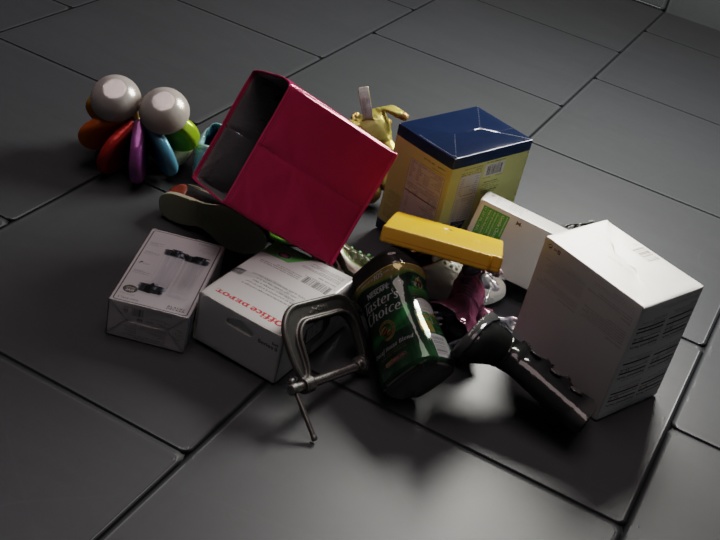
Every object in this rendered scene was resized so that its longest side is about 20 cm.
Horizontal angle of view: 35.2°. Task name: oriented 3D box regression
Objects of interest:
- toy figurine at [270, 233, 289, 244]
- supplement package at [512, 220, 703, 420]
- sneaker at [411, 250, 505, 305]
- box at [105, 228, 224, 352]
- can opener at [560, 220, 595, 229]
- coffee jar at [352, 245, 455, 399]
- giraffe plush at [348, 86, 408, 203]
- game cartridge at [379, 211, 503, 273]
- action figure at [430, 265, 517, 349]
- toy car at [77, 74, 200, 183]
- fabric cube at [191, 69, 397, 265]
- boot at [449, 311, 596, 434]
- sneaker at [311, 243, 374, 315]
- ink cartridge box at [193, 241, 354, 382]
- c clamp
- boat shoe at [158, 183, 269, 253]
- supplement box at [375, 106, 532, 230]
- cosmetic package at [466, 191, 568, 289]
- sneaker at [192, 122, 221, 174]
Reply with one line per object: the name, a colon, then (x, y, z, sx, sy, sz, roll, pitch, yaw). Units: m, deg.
toy figurine: (-0.142, -0.169, 1.848, 0.150, 0.185, 0.200, -17, 43, -40)
supplement package: (0.353, 0.068, 1.650, 0.147, 0.201, 0.191, -14, 41, -38)
sneaker: (0.143, 0.002, 1.785, 0.199, 0.085, 0.073, 7, 30, -14)
box: (-0.274, 0.024, 1.611, 0.116, 0.060, 0.200, 14, 32, 0)
can opener: (0.344, -0.049, 1.990, 0.199, 0.054, 0.067, -13, 8, -36)
coffee jar: (0.056, 0.069, 1.570, 0.085, 0.104, 0.201, 18, 44, -41)
giraffe plush: (0.001, -0.222, 2.037, 0.172, 0.201, 0.162, 7, 3, -4)
game cartridge: (0.123, -0.041, 1.669, 0.175, 0.033, 0.200, 16, 11, 5)
action figure: (0.154, 0.057, 1.707, 0.148, 0.134, 0.200, -5, 29, 23)
toy car: (-0.373, -0.220, 1.891, 0.199, 0.175, 0.151, 14, 66, 0)
fabric cube: (-0.101, -0.158, 1.691, 0.199, 0.201, 0.196, 29, 3, -25)
boot: (0.224, 0.147, 1.528, 0.200, 0.066, 0.165, 45, 22, 9)
sneaker: (0.000, 0.000, 1.751, 0.088, 0.077, 0.200, -14, 48, -43)
ink cartridge box: (-0.120, 0.054, 1.600, 0.146, 0.084, 0.200, 27, 34, 19)
c clamp: (-0.045, 0.118, 1.525, 0.200, 0.027, 0.172, -23, 90, -54)
boat shoe: (-0.224, -0.087, 1.801, 0.199, 0.071, 0.063, 21, 29, 20)
supplement box: (0.156, -0.146, 1.910, 0.199, 0.201, 0.134, -17, 43, -40)
cosmetic package: (0.270, -0.035, 1.836, 0.199, 0.108, 0.085, 26, 18, 9)
sneaker: (-0.243, -0.229, 2.000, 0.074, 0.082, 0.200, 14, 32, -1)
